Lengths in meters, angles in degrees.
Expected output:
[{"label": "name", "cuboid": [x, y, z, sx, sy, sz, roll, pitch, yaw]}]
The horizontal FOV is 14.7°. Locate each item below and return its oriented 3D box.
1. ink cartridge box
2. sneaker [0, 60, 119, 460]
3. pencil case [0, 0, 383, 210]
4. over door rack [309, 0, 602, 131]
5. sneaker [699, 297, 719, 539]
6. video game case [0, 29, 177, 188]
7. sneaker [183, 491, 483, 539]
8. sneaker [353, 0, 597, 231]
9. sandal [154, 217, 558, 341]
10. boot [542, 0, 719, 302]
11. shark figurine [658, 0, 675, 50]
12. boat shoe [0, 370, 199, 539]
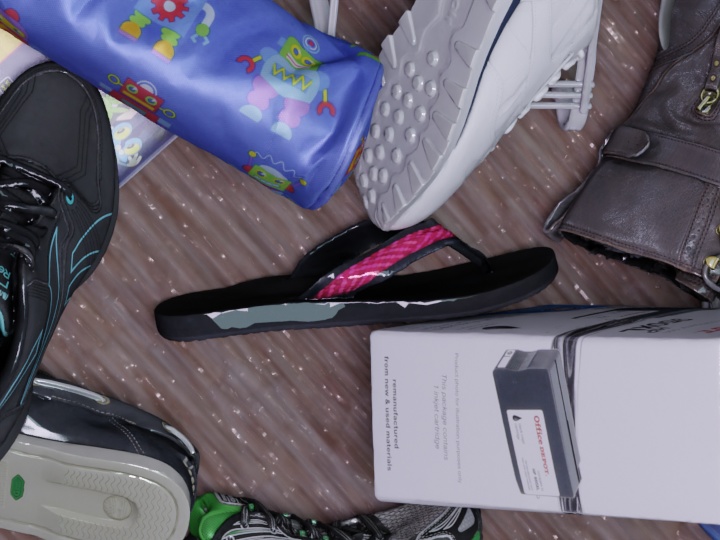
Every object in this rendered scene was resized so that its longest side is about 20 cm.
[{"label": "ink cartridge box", "cuboid": [0.125, 0.062, 1.274, 0.144, 0.199, 0.085, -7, 96, -49]}, {"label": "sneaker", "cuboid": [-0.153, -0.005, 1.235, 0.075, 0.079, 0.201, 15, 72, -4]}, {"label": "pencil case", "cuboid": [-0.082, -0.108, 1.255, 0.199, 0.078, 0.087, 31, 68, -8]}, {"label": "over door rack", "cuboid": [0.051, -0.159, 1.305, 0.147, 0.067, 0.201, -1, 127, -15]}, {"label": "sneaker", "cuboid": [0.200, 0.044, 1.373, 0.075, 0.088, 0.201, 0, 95, -16]}, {"label": "video game case", "cuboid": [-0.185, -0.107, 1.291, 0.182, 0.023, 0.200, -41, 101, -4]}, {"label": "sneaker", "cuboid": [-0.036, 0.141, 1.322, 0.199, 0.078, 0.086, -16, 97, -13]}, {"label": "sneaker", "cuboid": [0.061, -0.096, 1.272, 0.080, 0.077, 0.200, 1, 133, -37]}, {"label": "sandal", "cuboid": [0.000, 0.000, 1.325, 0.199, 0.075, 0.045, -6, 98, -12]}, {"label": "boot", "cuboid": [0.198, -0.063, 1.325, 0.069, 0.199, 0.175, 37, 70, -47]}, {"label": "shark figurine", "cuboid": [0.189, -0.188, 1.326, 0.089, 0.215, 0.129, 6, 133, 12]}, {"label": "boat shoe", "cuboid": [-0.171, 0.075, 1.296, 0.199, 0.068, 0.072, 18, 122, -3]}]
